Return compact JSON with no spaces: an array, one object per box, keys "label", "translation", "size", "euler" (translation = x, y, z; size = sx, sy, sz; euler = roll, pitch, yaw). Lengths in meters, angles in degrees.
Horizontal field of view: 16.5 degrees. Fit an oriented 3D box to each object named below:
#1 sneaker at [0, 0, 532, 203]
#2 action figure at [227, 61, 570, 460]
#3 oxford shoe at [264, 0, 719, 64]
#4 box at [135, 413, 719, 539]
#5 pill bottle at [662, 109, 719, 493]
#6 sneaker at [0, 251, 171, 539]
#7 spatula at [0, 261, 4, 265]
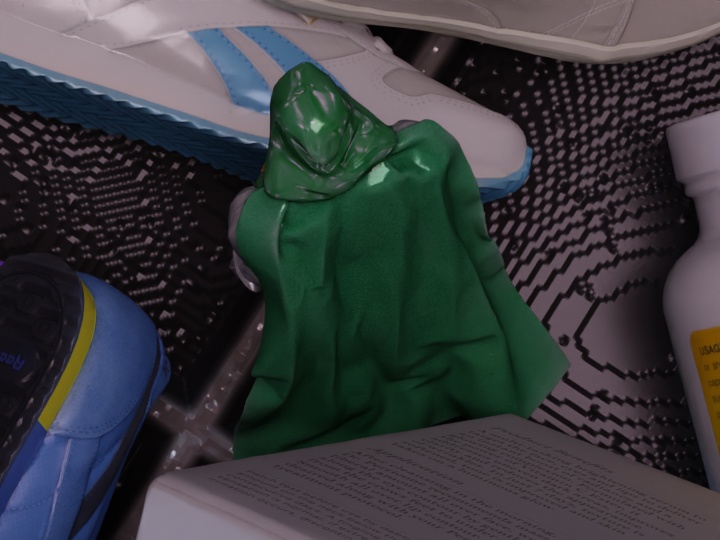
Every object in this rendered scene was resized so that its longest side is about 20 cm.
[{"label":"sneaker","translation":[-0.035,-0.074,0.790],"size":[0.199,0.077,0.081],"euler":[19,79,-7]},{"label":"action figure","translation":[0.000,0.000,0.729],"size":[0.117,0.200,0.055],"euler":[-26,63,-6]},{"label":"oxford shoe","translation":[0.054,-0.110,0.779],"size":[0.198,0.058,0.076],"euler":[1,61,-25]},{"label":"box","translation":[0.021,0.135,0.698],"size":[0.106,0.199,0.154],"euler":[20,101,29]},{"label":"pill bottle","translation":[0.157,0.043,0.784],"size":[0.103,0.104,0.202],"euler":[-15,90,-4]},{"label":"sneaker","translation":[-0.120,0.094,0.750],"size":[0.066,0.078,0.201],"euler":[22,75,37]},{"label":"spatula","translation":[-0.164,-0.016,0.805],"size":[0.057,0.021,0.200],"euler":[-44,91,-2]}]
